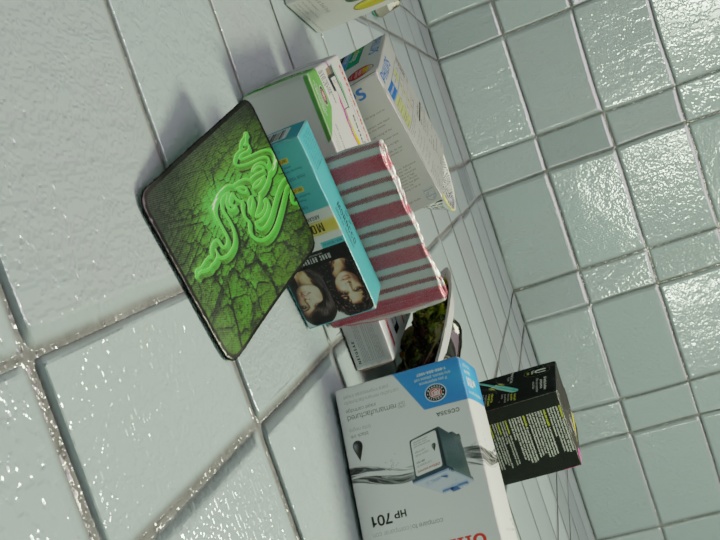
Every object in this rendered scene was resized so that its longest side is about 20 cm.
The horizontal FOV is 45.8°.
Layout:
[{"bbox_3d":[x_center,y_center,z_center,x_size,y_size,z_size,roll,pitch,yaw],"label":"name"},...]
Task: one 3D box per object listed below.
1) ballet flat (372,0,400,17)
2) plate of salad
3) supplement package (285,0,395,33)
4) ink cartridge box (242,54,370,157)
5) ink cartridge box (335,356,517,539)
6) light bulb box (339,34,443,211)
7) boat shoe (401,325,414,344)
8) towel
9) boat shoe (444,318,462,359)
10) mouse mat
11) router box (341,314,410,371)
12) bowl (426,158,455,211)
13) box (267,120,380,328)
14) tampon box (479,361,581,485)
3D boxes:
[{"bbox_3d":[0.063,-0.652,2.041,0.200,0.063,0.068,-69,138,-67],"label":"ballet flat"},{"bbox_3d":[0.078,0.091,1.105,0.200,0.047,0.203,-165,-90,-85],"label":"plate of salad"},{"bbox_3d":[-0.018,-0.482,1.280,0.152,0.198,0.153,4,68,-73],"label":"supplement package"},{"bbox_3d":[-0.053,-0.166,1.012,0.200,0.083,0.146,-68,138,-69],"label":"ink cartridge box"},{"bbox_3d":[0.069,0.211,0.894,0.086,0.145,0.202,42,33,-64],"label":"ink cartridge box"},{"bbox_3d":[0.025,-0.201,1.226,0.201,0.124,0.199,58,19,-23],"label":"light bulb box"},{"bbox_3d":[0.120,0.176,1.266,0.066,0.073,0.203,12,61,-67],"label":"boat shoe"},{"bbox_3d":[-0.004,-0.034,0.917,0.202,0.145,0.030,65,24,-24],"label":"towel"},{"bbox_3d":[0.118,0.152,1.176,0.072,0.067,0.202,37,52,-30],"label":"boat shoe"},{"bbox_3d":[-0.105,-0.041,0.739,0.162,0.007,0.201,65,30,-24],"label":"mouse mat"},{"bbox_3d":[0.000,0.000,1.081,0.180,0.048,0.202,-54,125,-72],"label":"router box"},{"bbox_3d":[0.103,-0.193,1.592,0.201,0.093,0.203,-19,90,-75],"label":"bowl"},{"bbox_3d":[-0.054,-0.043,0.872,0.049,0.081,0.202,-76,145,-61],"label":"box"},{"bbox_3d":[0.237,0.250,1.358,0.150,0.198,0.128,-45,116,-73],"label":"tampon box"}]
